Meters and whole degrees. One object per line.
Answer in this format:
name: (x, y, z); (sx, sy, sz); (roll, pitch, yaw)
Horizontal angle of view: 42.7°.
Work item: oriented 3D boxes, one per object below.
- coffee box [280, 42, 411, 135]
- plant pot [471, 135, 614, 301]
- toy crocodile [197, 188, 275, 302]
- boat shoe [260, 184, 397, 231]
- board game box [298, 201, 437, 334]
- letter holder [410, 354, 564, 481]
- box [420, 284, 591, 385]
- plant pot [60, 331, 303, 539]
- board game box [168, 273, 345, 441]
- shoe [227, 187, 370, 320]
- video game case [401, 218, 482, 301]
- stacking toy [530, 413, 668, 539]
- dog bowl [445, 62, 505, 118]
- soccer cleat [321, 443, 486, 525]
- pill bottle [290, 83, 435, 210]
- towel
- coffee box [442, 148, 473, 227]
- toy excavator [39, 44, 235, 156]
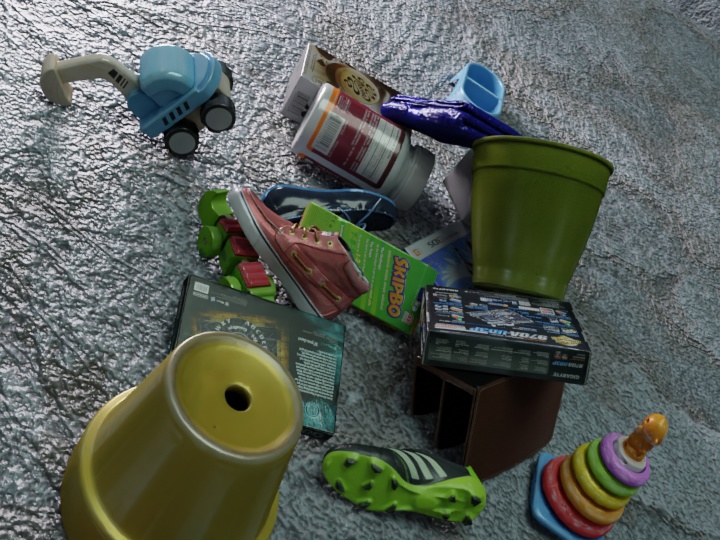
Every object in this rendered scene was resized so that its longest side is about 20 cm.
coffee box: (-0.018, -0.260, 1.462); (0.197, 0.080, 0.114); (26, 38, -16)
plant pot: (0.231, -0.060, 1.263); (0.197, 0.199, 0.197); (15, 85, -27)
toy crocodile: (-0.145, -0.011, 1.109); (0.066, 0.062, 0.202); (1, 51, -38)
boat shoe: (-0.042, -0.064, 1.254); (0.195, 0.085, 0.070); (-1, 55, -18)
board game box: (0.000, 0.000, 1.205); (0.197, 0.030, 0.097); (27, 77, -11)
letter holder: (0.161, 0.168, 1.157); (0.198, 0.145, 0.100); (-13, 27, -43)
box: (0.172, 0.075, 1.133); (0.195, 0.047, 0.159); (7, 19, 0)
plant pot: (-0.144, 0.164, 0.819); (0.198, 0.190, 0.203); (23, 39, -19)
board game box: (-0.113, 0.098, 1.017); (0.197, 0.028, 0.138); (20, 59, -22)
shoe: (-0.072, -0.033, 1.113); (0.202, 0.090, 0.072); (55, 7, -13)
video game case: (0.165, 0.027, 1.339); (0.200, 0.046, 0.180); (48, 38, 13)
stacking toy: (0.301, 0.235, 1.100); (0.109, 0.201, 0.117); (32, 36, -5)
dog bowl: (0.224, -0.332, 1.764); (0.110, 0.050, 0.202); (31, 38, -9)
soccer cleat: (0.046, 0.228, 1.019); (0.196, 0.069, 0.081); (19, 20, -16)
pill bottle: (0.006, -0.179, 1.368); (0.197, 0.115, 0.115); (29, 37, -11)
towel: (0.138, -0.217, 1.357); (0.146, 0.051, 0.199); (15, 6, -36)
coffee box: (0.237, -0.094, 1.458); (0.198, 0.080, 0.115); (28, 28, -31)
toy excavator: (-0.284, -0.242, 1.194); (0.200, 0.192, 0.101); (44, 25, -41)
